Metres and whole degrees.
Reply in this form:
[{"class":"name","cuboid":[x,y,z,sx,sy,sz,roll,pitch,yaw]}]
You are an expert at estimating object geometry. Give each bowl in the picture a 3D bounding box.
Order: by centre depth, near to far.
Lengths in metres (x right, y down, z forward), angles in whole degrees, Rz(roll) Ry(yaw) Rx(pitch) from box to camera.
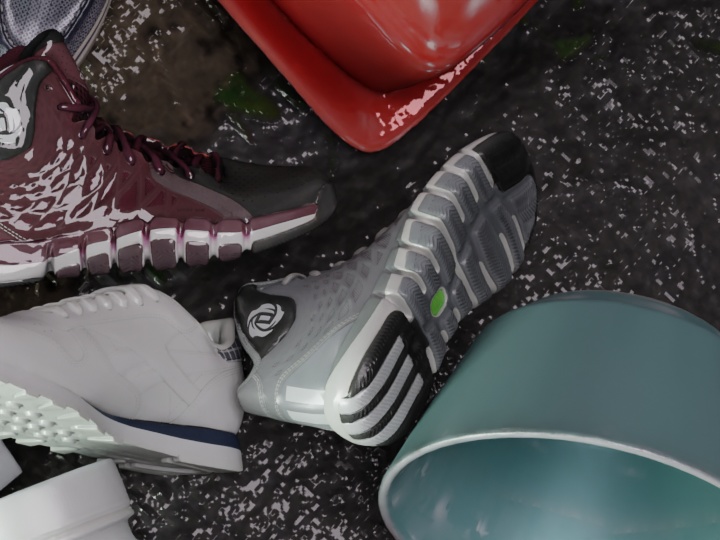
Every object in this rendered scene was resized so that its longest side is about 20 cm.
[{"class":"bowl","cuboid":[0.116,0.082,1.371,0.200,0.201,0.105,19,61,-7]}]

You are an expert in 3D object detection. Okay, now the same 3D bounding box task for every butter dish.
[{"class":"butter dish","cuboid":[0.030,-0.182,1.380,0.200,0.148,0.200,-46,112,-12]}]

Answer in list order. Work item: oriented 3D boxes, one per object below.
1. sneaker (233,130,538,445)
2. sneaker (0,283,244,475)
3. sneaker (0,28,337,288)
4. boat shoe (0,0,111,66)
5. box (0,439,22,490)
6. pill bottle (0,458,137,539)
[{"class":"sneaker","cuboid":[0.000,0.000,1.409,0.200,0.115,0.075,-54,134,-40]},{"class":"sneaker","cuboid":[-0.128,0.042,1.345,0.076,0.200,0.081,-1,76,36]},{"class":"sneaker","cuboid":[-0.112,-0.060,1.382,0.199,0.076,0.116,-9,101,-10]},{"class":"boat shoe","cuboid":[-0.140,-0.189,1.396,0.074,0.093,0.201,12,81,-8]},{"class":"box","cuboid":[-0.258,0.075,1.305,0.156,0.200,0.041,-40,49,-12]},{"class":"pill bottle","cuboid":[-0.116,0.193,1.346,0.110,0.111,0.201,-21,87,-11]}]
